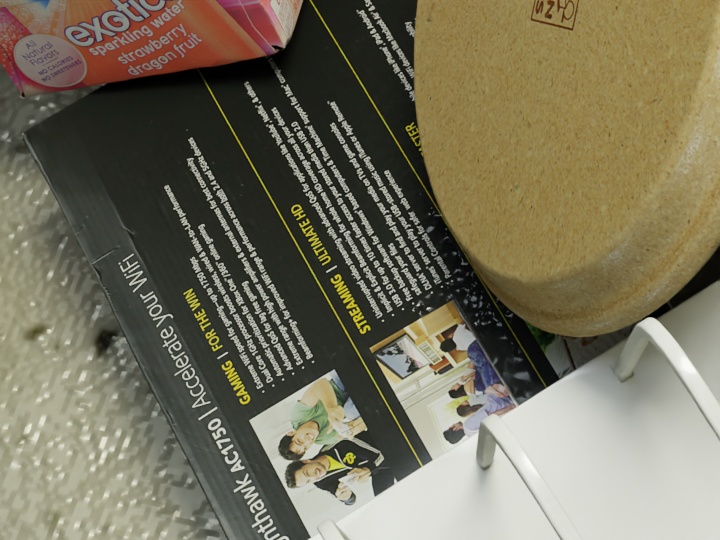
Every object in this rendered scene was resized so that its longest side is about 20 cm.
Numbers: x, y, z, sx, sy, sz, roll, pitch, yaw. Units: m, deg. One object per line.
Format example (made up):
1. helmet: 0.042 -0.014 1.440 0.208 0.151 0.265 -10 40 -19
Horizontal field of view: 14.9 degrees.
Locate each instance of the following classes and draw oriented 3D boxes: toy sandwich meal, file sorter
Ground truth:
1. toy sandwich meal: 0.087 -0.077 0.758 0.070 0.205 0.206 7 53 -28
2. file sorter: 0.066 0.097 0.711 0.200 0.125 0.139 -32 82 -3

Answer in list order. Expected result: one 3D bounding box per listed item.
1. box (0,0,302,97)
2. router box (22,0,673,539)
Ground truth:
1. box: -0.063 -0.163 0.910 0.102 0.095 0.200 -6 45 24
2. router box: 0.000 0.000 0.856 0.149 0.051 0.200 -30 57 0
